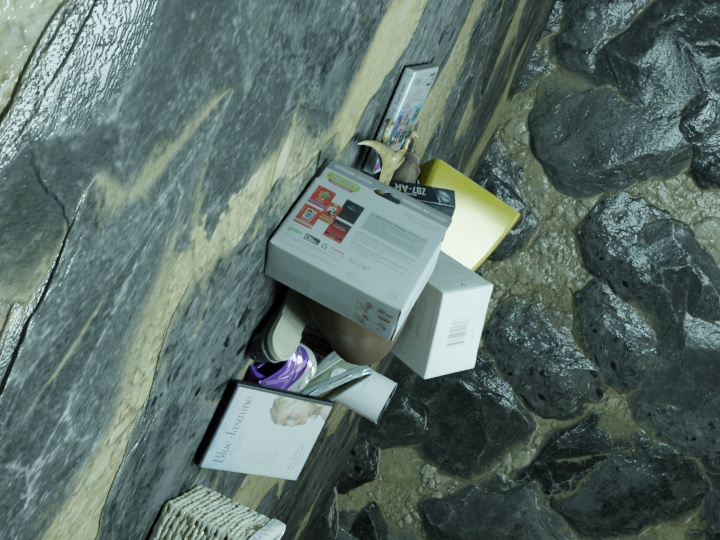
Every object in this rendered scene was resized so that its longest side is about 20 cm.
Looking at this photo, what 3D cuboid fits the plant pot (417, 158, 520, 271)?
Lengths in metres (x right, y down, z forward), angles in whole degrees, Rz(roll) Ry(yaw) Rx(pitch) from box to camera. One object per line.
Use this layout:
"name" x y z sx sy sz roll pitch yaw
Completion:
"plant pot" 0.149 -0.074 1.997 0.177 0.199 0.200 -62 -166 -13

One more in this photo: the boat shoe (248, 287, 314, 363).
"boat shoe" -0.113 0.069 1.588 0.062 0.073 0.200 -18 -154 31

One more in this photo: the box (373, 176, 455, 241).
"box" 0.063 -0.067 1.821 0.201 0.159 0.044 109 -13 -45

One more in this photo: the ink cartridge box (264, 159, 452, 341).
"ink cartridge box" 0.001 -0.032 1.418 0.176 0.199 0.084 -56 170 -33

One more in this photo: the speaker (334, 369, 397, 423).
"speaker" -0.038 0.187 1.831 0.081 0.199 0.081 -60 171 -17

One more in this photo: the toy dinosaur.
"toy dinosaur" 0.046 -0.180 1.625 0.200 0.058 0.102 73 40 -71

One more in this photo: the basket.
"basket" -0.234 0.444 1.556 0.201 0.160 0.198 -63 171 1

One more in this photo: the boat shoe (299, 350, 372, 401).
"boat shoe" -0.073 0.205 1.677 0.202 0.065 0.074 -40 154 -7

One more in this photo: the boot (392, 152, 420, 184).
"boot" 0.062 -0.128 1.930 0.200 0.070 0.147 132 -19 -71

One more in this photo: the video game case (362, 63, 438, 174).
"video game case" 0.070 -0.259 1.763 0.183 0.024 0.200 -66 172 18

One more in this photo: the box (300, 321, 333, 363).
"box" -0.047 0.077 1.791 0.200 0.100 0.075 -57 169 -39

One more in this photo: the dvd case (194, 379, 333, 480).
"dvd case" -0.143 0.246 1.592 0.199 0.018 0.143 19 101 -42

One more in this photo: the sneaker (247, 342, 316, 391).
"sneaker" -0.157 0.188 1.622 0.083 0.081 0.200 37 89 -38

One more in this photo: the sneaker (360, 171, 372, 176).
"sneaker" -0.009 -0.064 1.645 0.079 0.089 0.201 -51 162 -56

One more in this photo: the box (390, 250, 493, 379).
"box" 0.096 0.053 1.669 0.106 0.200 0.153 -8 121 -35

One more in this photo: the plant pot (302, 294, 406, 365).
"plant pot" -0.001 0.047 1.571 0.187 0.186 0.201 -57 158 -35
